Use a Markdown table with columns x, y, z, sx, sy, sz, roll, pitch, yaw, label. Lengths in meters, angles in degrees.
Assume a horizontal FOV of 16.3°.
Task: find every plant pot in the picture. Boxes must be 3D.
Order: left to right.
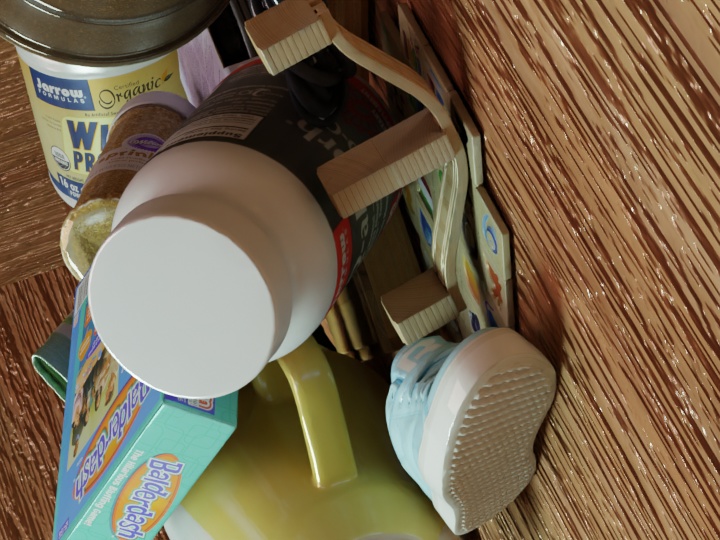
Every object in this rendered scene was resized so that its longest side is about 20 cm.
| x | y | z | sx | sy | sz | roll | pitch | yaw | label |
| --- | --- | --- | --- | --- | --- | --- | --- | --- | --- |
| -0.138 | -0.242 | 1.414 | 0.198 | 0.199 | 0.202 | 133 | 119 | -70 | plant pot |

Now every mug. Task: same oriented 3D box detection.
| x | y | z | sx | sy | sz | roll | pitch | yaw | label |
| --- | --- | --- | --- | --- | --- | --- | --- | --- | --- |
| -0.029 | 0.130 | 1.326 | 0.186 | 0.149 | 0.153 | 43 | -176 | -31 | mug |

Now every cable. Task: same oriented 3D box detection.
| x | y | z | sx | sy | sz | roll | pitch | yaw | label |
| --- | --- | --- | --- | --- | --- | --- | --- | --- | --- |
| -0.050 | -0.165 | 1.210 | 0.163 | 0.050 | 0.201 | -151 | 43 | -76 | cable |

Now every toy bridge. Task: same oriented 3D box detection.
| x | y | z | sx | sy | sz | roll | pitch | yaw | label |
| --- | --- | --- | --- | --- | --- | --- | --- | --- | --- |
| 0.014 | -0.050 | 1.170 | 0.201 | 0.067 | 0.027 | 63 | 177 | -39 | toy bridge |

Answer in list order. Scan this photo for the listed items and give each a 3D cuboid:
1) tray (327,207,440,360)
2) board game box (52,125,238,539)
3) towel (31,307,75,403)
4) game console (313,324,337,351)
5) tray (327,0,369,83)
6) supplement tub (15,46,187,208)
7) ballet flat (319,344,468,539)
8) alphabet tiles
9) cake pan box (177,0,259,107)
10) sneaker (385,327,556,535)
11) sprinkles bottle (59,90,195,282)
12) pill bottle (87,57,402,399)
| x | y | z | sx | sy | sz | roll | pitch | yaw | label |
| --- | --- | --- | --- | --- | --- | --- | --- | --- | --- |
| 0.000 | 0.000 | 1.441 | 0.200 | 0.037 | 0.099 | 149 | 103 | -81 | tray |
| -0.114 | 0.045 | 1.360 | 0.152 | 0.045 | 0.201 | -52 | 27 | 41 | board game box |
| -0.115 | 0.065 | 1.579 | 0.153 | 0.023 | 0.200 | 45 | -151 | -6 | towel |
| -0.066 | 0.066 | 1.578 | 0.118 | 0.173 | 0.200 | -1 | 131 | 52 | game console |
| -0.026 | -0.185 | 1.294 | 0.200 | 0.037 | 0.099 | 88 | 161 | -61 | tray |
| -0.186 | -0.155 | 1.920 | 0.145 | 0.143 | 0.201 | -119 | 15 | -49 | supplement tub |
| 0.003 | 0.114 | 1.460 | 0.200 | 0.067 | 0.062 | 47 | -177 | -19 | ballet flat |
| 0.045 | -0.029 | 1.259 | 0.201 | 0.006 | 0.167 | 83 | 165 | -47 | alphabet tiles |
| -0.079 | -0.120 | 1.664 | 0.200 | 0.052 | 0.185 | 88 | 160 | -58 | cake pan box |
| 0.040 | 0.064 | 1.207 | 0.082 | 0.074 | 0.200 | 48 | 162 | 18 | sneaker |
| -0.144 | -0.053 | 1.624 | 0.200 | 0.068 | 0.069 | -79 | -23 | -66 | sprinkles bottle |
| -0.055 | -0.023 | 1.236 | 0.200 | 0.115 | 0.117 | -57 | -43 | -60 | pill bottle |
